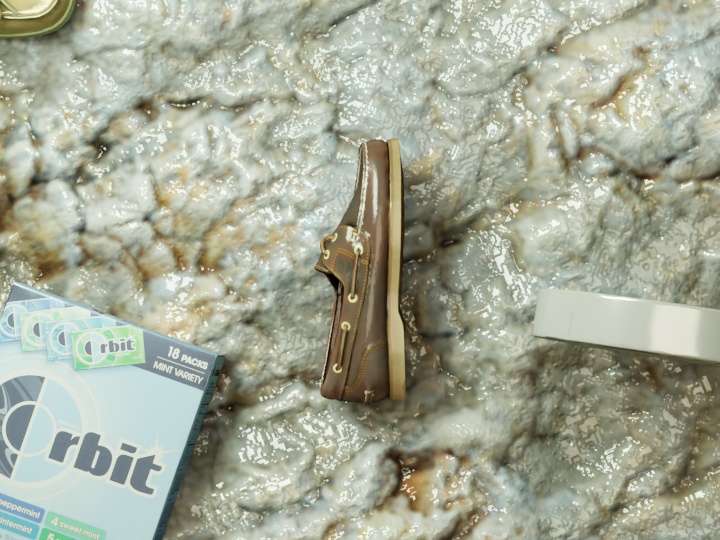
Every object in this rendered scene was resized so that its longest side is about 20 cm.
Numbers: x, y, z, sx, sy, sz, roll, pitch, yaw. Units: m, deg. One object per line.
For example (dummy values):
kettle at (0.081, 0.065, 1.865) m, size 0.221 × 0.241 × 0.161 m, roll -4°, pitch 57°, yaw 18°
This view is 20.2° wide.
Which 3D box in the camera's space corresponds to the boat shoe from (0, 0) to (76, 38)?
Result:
boat shoe at (-0.320, -0.230, 1.560) m, size 0.200 × 0.063 × 0.073 m, roll 18°, pitch 89°, yaw 5°

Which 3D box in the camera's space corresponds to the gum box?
gum box at (-0.216, 0.131, 1.542) m, size 0.169 × 0.045 × 0.201 m, roll 20°, pitch 88°, yaw 5°

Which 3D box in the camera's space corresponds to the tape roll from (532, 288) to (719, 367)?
tape roll at (0.221, 0.044, 1.435) m, size 0.202 × 0.203 × 0.037 m, roll 9°, pitch 88°, yaw 5°

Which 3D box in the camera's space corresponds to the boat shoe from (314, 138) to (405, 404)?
boat shoe at (0.000, 0.000, 1.519) m, size 0.070 × 0.070 × 0.201 m, roll 1°, pitch 87°, yaw 0°
